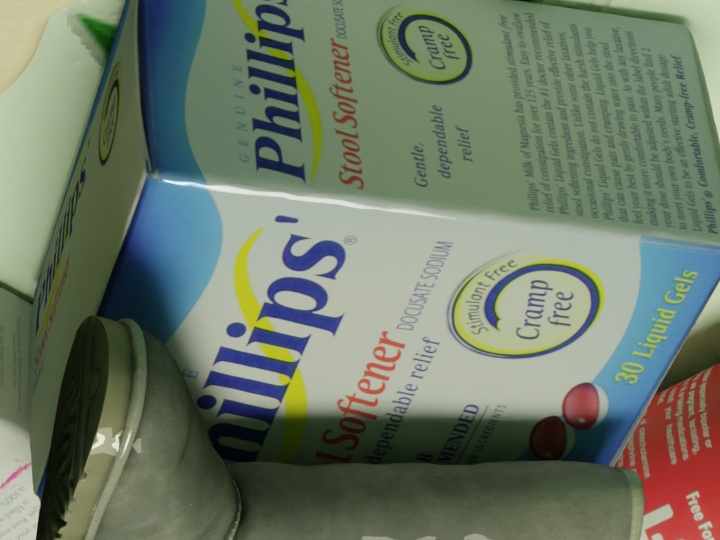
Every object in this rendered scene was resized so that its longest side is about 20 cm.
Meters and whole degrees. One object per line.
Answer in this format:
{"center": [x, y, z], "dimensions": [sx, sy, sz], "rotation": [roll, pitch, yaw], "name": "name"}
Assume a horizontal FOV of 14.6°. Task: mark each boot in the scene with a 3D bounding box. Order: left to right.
{"center": [-0.004, 0.078, 0.923], "dimensions": [0.199, 0.073, 0.182], "rotation": [8, 153, -7], "name": "boot"}

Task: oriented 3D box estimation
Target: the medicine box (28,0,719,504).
{"center": [0.000, 0.000, 0.966], "dimensions": [0.199, 0.103, 0.183], "rotation": [6, 139, -16], "name": "medicine box"}

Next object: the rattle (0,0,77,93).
{"center": [-0.129, -0.074, 0.835], "dimensions": [0.199, 0.143, 0.131], "rotation": [-17, 122, 22], "name": "rattle"}

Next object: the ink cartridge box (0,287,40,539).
{"center": [-0.138, 0.077, 1.068], "dimensions": [0.115, 0.068, 0.200], "rotation": [-34, 133, 29], "name": "ink cartridge box"}

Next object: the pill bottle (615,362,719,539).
{"center": [0.157, 0.089, 1.092], "dimensions": [0.199, 0.113, 0.112], "rotation": [-29, 136, 25], "name": "pill bottle"}
